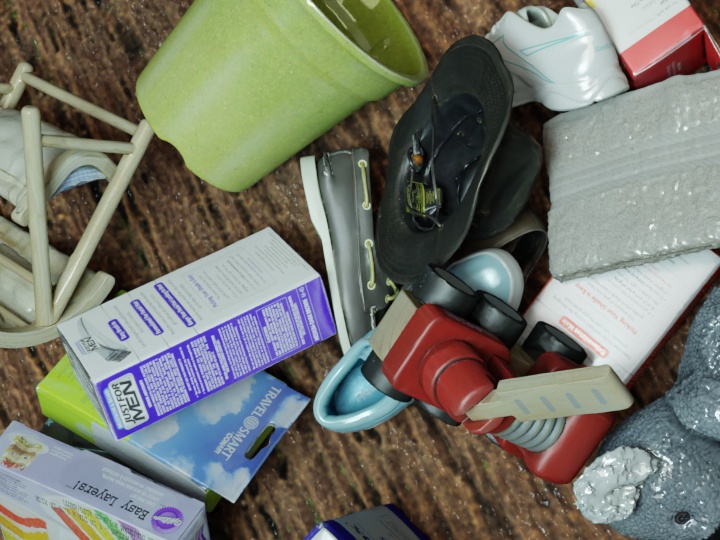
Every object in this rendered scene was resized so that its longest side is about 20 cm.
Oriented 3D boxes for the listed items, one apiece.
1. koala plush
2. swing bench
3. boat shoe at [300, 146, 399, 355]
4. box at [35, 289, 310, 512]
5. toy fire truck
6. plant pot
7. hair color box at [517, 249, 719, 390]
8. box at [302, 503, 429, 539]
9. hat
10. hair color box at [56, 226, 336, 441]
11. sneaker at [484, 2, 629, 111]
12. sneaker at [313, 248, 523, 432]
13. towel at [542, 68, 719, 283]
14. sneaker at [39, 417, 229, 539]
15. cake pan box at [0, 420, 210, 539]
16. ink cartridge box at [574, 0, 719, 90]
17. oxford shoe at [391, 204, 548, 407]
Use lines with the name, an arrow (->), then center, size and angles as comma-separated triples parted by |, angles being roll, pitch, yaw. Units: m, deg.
koala plush -> 0.255, 0.130, 1.132 | 0.199, 0.177, 0.185 | -35, 74, 16
swing bench -> -0.297, -0.061, 1.274 | 0.198, 0.129, 0.202 | 27, 107, 40
boat shoe -> 0.000, 0.000, 1.253 | 0.060, 0.072, 0.203 | -13, 94, 0
box -> -0.156, 0.112, 1.275 | 0.199, 0.048, 0.122 | 28, 58, 16
toy fire truck -> 0.121, 0.088, 1.061 | 0.129, 0.175, 0.200 | -56, 32, 12
plant pot -> -0.077, -0.170, 1.241 | 0.184, 0.200, 0.201 | -41, 77, 20
hair color box -> 0.189, 0.043, 1.207 | 0.101, 0.061, 0.200 | 39, 96, 15
box -> -0.026, 0.284, 1.176 | 0.105, 0.200, 0.184 | 44, 98, 14
hat -> 0.087, -0.074, 1.166 | 0.080, 0.200, 0.202 | 16, 91, -22
hair color box -> -0.133, 0.048, 1.226 | 0.199, 0.109, 0.065 | -24, 121, -16
sneaker -> 0.126, -0.167, 1.195 | 0.200, 0.070, 0.081 | 0, 111, 51
sneaker -> 0.043, 0.062, 1.164 | 0.074, 0.082, 0.200 | 48, 110, 11
towel -> 0.220, -0.071, 1.130 | 0.199, 0.034, 0.134 | -15, 68, 40
sneaker -> -0.188, 0.179, 1.294 | 0.199, 0.075, 0.080 | 32, 76, 4
cake pan box -> -0.204, 0.231, 1.243 | 0.199, 0.185, 0.052 | 20, 48, 20
ink cartridge box -> 0.213, -0.206, 1.189 | 0.067, 0.116, 0.201 | -33, 78, 10
oxford shoe -> 0.080, 0.032, 1.218 | 0.084, 0.072, 0.201 | 39, 101, 47
